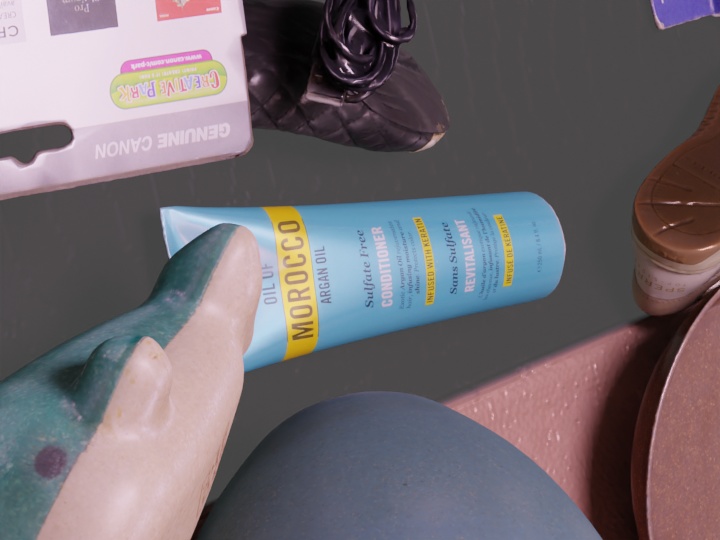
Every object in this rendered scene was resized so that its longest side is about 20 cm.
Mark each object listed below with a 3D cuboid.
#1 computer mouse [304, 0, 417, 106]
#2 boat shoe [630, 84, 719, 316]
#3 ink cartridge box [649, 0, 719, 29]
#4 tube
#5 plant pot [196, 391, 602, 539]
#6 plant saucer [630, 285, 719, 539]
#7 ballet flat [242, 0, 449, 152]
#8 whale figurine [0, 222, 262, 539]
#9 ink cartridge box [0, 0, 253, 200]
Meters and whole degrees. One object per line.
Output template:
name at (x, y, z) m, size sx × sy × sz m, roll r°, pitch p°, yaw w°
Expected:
computer mouse at (-0.063, -0.162, 1.068) m, size 0.200 × 0.053 × 0.139 m, roll 32°, pitch 55°, yaw -23°
boat shoe at (0.200, -0.050, 1.304) m, size 0.200 × 0.072 × 0.065 m, roll -43°, pitch 154°, yaw -35°
ink cartridge box at (0.212, -0.239, 1.335) m, size 0.200 × 0.043 × 0.197 m, roll -20°, pitch 101°, yaw -41°
tube at (0.000, 0.000, 1.137) m, size 0.200 × 0.050 × 0.078 m, roll -9°, pitch 86°, yaw -36°
plant pot at (0.011, 0.130, 1.060) m, size 0.200 × 0.200 × 0.135 m, roll 27°, pitch 36°, yaw -37°
plant saucer at (0.194, 0.091, 1.288) m, size 0.200 × 0.037 × 0.201 m, roll -7°, pitch 100°, yaw -45°
ballet flat at (-0.038, -0.082, 1.112) m, size 0.200 × 0.057 × 0.067 m, roll 9°, pitch 47°, yaw -44°
whale figurine at (-0.107, 0.064, 0.996) m, size 0.104 × 0.159 × 0.200 m, roll 23°, pitch 59°, yaw 6°
ink cartridge box at (-0.149, -0.113, 0.926) m, size 0.200 × 0.084 × 0.176 m, roll -11°, pitch 97°, yaw -33°
